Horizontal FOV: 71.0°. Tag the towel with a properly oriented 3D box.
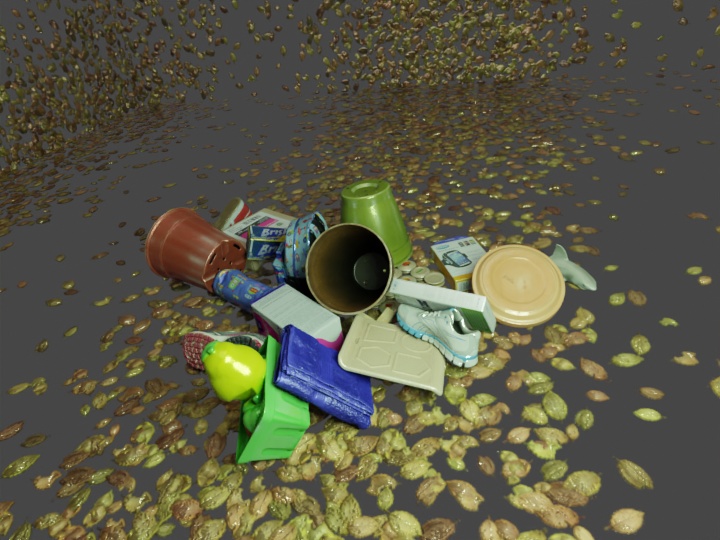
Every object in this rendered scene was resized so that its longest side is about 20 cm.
[{"bbox_3d":[-0.058,0.185,0.906,0.050,0.199,0.148,-45,24,25],"label":"towel"}]

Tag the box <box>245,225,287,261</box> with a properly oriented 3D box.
[{"bbox_3d":[-0.203,-0.068,1.352,0.198,0.070,0.064,3,38,-20],"label":"box"}]

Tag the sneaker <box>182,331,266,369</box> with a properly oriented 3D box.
[{"bbox_3d":[-0.292,0.169,1.086,0.198,0.081,0.075,2,6,15],"label":"sneaker"}]

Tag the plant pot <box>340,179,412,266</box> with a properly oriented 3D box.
[{"bbox_3d":[0.028,-0.127,1.327,0.199,0.194,0.201,-8,29,5],"label":"plant pot"}]

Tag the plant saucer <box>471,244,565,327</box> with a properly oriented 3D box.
[{"bbox_3d":[0.344,0.027,1.105,0.199,0.032,0.202,-3,58,5],"label":"plant saucer"}]

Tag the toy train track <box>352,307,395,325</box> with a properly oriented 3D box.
[{"bbox_3d":[0.010,0.156,1.062,0.114,0.033,0.200,32,54,17],"label":"toy train track"}]

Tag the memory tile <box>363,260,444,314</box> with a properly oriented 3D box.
[{"bbox_3d":[0.094,0.038,1.237,0.199,0.017,0.153,-28,38,-28],"label":"memory tile"}]

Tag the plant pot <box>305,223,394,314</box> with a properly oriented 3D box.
[{"bbox_3d":[0.000,0.000,1.128,0.185,0.189,0.200,2,-1,16],"label":"plant pot"}]

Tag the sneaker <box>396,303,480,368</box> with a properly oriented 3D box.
[{"bbox_3d":[0.158,0.104,1.006,0.199,0.087,0.075,30,31,34],"label":"sneaker"}]

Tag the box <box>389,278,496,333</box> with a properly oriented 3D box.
[{"bbox_3d":[0.174,0.074,1.054,0.199,0.144,0.037,13,72,27],"label":"box"}]

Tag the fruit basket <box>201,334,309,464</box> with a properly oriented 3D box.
[{"bbox_3d":[-0.193,0.206,0.876,0.214,0.156,0.216,25,26,-13],"label":"fruit basket"}]

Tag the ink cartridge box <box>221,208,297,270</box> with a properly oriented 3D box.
[{"bbox_3d":[-0.295,-0.097,1.479,0.164,0.076,0.200,19,41,37],"label":"ink cartridge box"}]

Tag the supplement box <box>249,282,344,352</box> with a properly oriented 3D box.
[{"bbox_3d":[-0.135,0.123,1.083,0.103,0.102,0.199,-32,39,-32],"label":"supplement box"}]

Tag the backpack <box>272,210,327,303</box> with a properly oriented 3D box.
[{"bbox_3d":[-0.137,-0.037,1.236,0.133,0.201,0.183,-1,34,11],"label":"backpack"}]

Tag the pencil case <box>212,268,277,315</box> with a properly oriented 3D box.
[{"bbox_3d":[-0.274,0.055,1.237,0.199,0.078,0.087,20,71,36],"label":"pencil case"}]

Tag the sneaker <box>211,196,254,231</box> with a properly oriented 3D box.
[{"bbox_3d":[-0.400,-0.115,1.552,0.071,0.113,0.201,28,78,40],"label":"sneaker"}]

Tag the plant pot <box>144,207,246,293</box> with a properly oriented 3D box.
[{"bbox_3d":[-0.421,-0.041,1.334,0.194,0.202,0.201,23,43,27],"label":"plant pot"}]

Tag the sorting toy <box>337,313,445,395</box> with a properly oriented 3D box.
[{"bbox_3d":[0.067,0.163,0.982,0.199,0.037,0.185,16,26,5],"label":"sorting toy"}]

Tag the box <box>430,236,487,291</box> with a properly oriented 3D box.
[{"bbox_3d":[0.258,-0.023,1.273,0.118,0.042,0.200,-13,31,-6],"label":"box"}]

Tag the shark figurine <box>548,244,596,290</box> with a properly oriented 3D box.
[{"bbox_3d":[0.435,-0.018,1.181,0.213,0.090,0.128,6,34,18],"label":"shark figurine"}]
